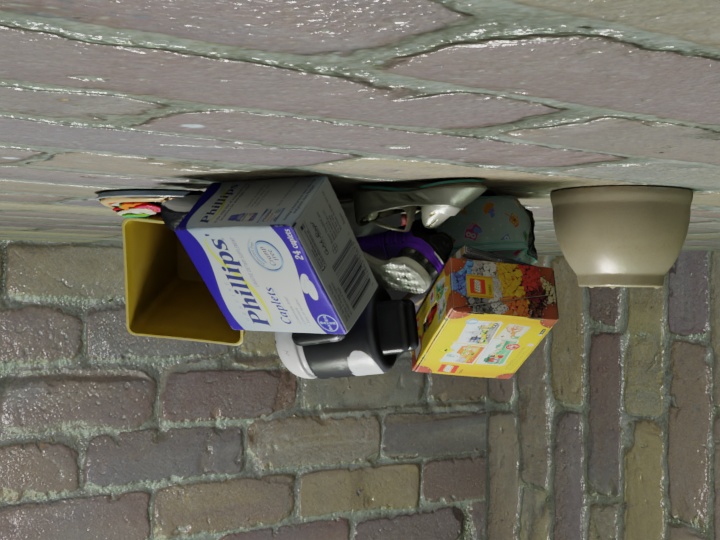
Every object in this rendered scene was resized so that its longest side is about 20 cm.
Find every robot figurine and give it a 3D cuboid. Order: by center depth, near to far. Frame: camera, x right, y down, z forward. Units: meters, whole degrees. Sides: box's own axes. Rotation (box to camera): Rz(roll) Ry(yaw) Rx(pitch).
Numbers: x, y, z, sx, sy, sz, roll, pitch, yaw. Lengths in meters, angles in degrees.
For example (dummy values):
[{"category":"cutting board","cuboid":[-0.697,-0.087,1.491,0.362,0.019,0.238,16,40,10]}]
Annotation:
[{"category":"robot figurine","cuboid":[-0.022,0.083,1.547,0.197,0.126,0.151,-7,139,21]}]

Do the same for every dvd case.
[{"category":"dvd case","cuboid":[0.153,0.033,1.554,0.147,0.016,0.200,15,147,-24]}]

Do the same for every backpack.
[{"category":"backpack","cuboid":[0.166,-0.035,1.618,0.173,0.156,0.200,-7,163,14]}]

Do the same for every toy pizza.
[{"category":"toy pizza","cuboid":[-0.304,-0.098,1.710,0.197,0.032,0.200,1,179,0]}]

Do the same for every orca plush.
[{"category":"orca plush","cuboid":[-0.200,-0.070,1.598,0.104,0.072,0.199,19,-158,29]}]

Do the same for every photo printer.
[{"category":"photo printer","cuboid":[-0.062,-0.062,1.667,0.198,0.071,0.165,-11,-178,-39]}]

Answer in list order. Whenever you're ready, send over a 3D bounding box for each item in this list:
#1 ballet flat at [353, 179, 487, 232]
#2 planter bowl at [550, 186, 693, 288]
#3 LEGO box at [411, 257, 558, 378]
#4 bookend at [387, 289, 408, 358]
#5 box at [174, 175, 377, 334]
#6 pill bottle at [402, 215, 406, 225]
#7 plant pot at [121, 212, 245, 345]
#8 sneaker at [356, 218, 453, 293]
[{"category":"ballet flat","cuboid":[0.078,-0.083,1.474,0.198,0.065,0.067,0,177,33]},{"category":"planter bowl","cuboid":[0.367,-0.043,1.579,0.197,0.137,0.200,0,178,0]},{"category":"LEGO box","cuboid":[0.163,0.070,1.522,0.147,0.078,0.201,6,150,-11]},{"category":"bookend","cuboid":[0.093,0.030,1.808,0.200,0.092,0.199,-49,178,-41]},{"category":"box","cuboid":[-0.108,-0.017,1.461,0.198,0.185,0.105,0,-139,35]},{"category":"pill bottle","cuboid":[0.009,-0.048,2.084,0.197,0.111,0.109,1,179,-5]},{"category":"plant pot","cuboid":[-0.269,-0.011,1.868,0.197,0.203,0.177,5,-159,8]},{"category":"sneaker","cuboid":[0.060,-0.029,1.538,0.070,0.100,0.199,50,162,-28]}]
